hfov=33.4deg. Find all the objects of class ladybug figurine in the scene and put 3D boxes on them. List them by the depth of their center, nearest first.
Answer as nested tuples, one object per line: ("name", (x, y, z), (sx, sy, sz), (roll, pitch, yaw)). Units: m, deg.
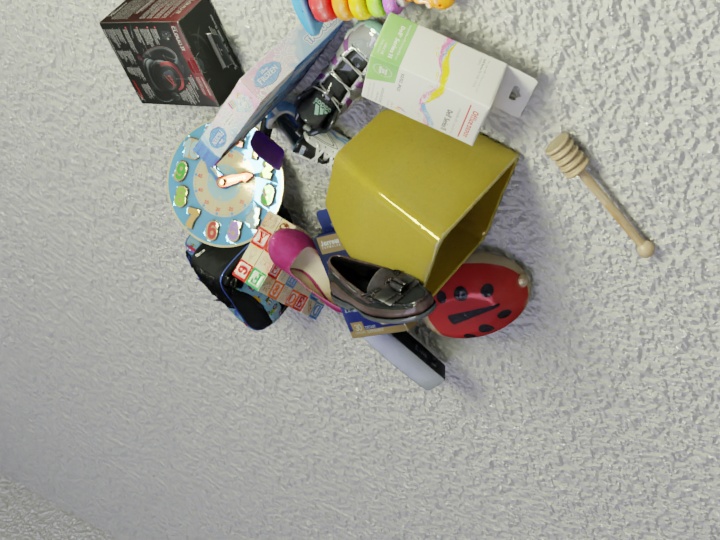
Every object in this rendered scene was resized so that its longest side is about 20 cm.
("ladybug figurine", (0.163, 0.044, 1.770), (0.199, 0.072, 0.136), (-25, 113, 41))

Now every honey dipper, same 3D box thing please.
("honey dipper", (0.310, -0.091, 1.527), (0.200, 0.038, 0.038), (46, 147, -17))

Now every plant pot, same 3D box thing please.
("plant pot", (0.064, -0.100, 1.624), (0.199, 0.194, 0.196), (37, 148, 13))

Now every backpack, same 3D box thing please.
("backpack", (-0.178, -0.010, 1.990), (0.134, 0.183, 0.201), (27, 159, 32))

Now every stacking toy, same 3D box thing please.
("stacking toy", (0.022, -0.347, 1.457), (0.197, 0.111, 0.116), (12, 155, 20))

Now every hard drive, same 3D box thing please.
("hard drive", (0.053, 0.114, 1.955), (0.199, 0.042, 0.135), (41, -173, -1))

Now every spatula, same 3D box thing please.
("spatula", (-0.137, -0.193, 1.745), (0.056, 0.021, 0.200), (37, -167, -17))

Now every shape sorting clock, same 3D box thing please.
("shape sorting clock", (-0.214, -0.137, 1.882), (0.199, 0.202, 0.039), (31, -174, 13))

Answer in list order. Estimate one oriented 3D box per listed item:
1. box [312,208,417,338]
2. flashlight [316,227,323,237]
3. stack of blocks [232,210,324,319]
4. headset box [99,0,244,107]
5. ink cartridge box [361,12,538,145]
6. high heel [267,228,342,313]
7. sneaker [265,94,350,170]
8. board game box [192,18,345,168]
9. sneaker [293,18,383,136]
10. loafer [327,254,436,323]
("box", (0.000, 0.000, 1.778), (0.120, 0.032, 0.202), (-11, 105, 45))
("flashlight", (0.013, 0.004, 1.896), (0.067, 0.068, 0.201), (-34, 103, 11))
("stack of blocks", (-0.107, -0.005, 1.912), (0.058, 0.116, 0.200), (30, 179, 29))
("headset box", (-0.272, -0.326, 1.785), (0.198, 0.075, 0.150), (8, 136, 39))
("ink cartridge box", (0.107, -0.225, 1.478), (0.198, 0.068, 0.117), (24, 162, 2))
("high heel", (-0.067, 0.007, 1.815), (0.096, 0.067, 0.200), (41, 173, 36))
("sneaker", (-0.053, -0.175, 1.752), (0.199, 0.073, 0.072), (37, 146, 1))
("board game box", (-0.122, -0.250, 1.610), (0.043, 0.200, 0.199), (42, 148, -3))
("sneaker", (-0.033, -0.237, 1.590), (0.078, 0.140, 0.200), (39, 148, 0))
("loafer", (0.018, 0.022, 1.576), (0.199, 0.072, 0.064), (12, 128, 53))
